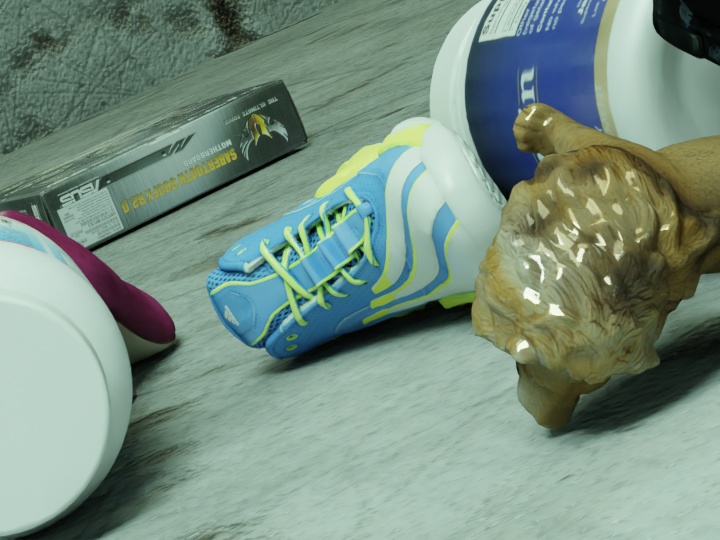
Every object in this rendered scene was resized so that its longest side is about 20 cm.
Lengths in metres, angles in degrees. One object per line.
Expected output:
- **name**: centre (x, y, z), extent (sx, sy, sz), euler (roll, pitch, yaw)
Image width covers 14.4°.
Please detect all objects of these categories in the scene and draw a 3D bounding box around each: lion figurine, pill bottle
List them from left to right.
- **pill bottle**: centre (-0.141, 0.040, 1.043), extent (0.108, 0.109, 0.200), euler (-23, 9, -6)
- **pill bottle**: centre (0.105, -0.067, 1.044), extent (0.115, 0.116, 0.200), euler (-25, 8, -19)
- **lion figurine**: centre (0.121, -0.020, 0.873), extent (0.199, 0.073, 0.122), euler (-19, 21, -10)

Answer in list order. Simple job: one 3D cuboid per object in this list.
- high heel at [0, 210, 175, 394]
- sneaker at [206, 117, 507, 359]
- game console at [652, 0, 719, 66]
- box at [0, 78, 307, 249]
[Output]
- **high heel**: centre (-0.128, 0.004, 1.265), extent (0.067, 0.096, 0.200), euler (-23, 9, -3)
- **sneaker**: centre (0.000, 0.000, 1.098), extent (0.105, 0.076, 0.200), euler (-36, 3, -8)
- **game console**: centre (0.167, -0.098, 0.836), extent (0.175, 0.117, 0.200), euler (-25, 35, -24)
- **box**: centre (-0.157, -0.062, 1.909), extent (0.200, 0.049, 0.158), euler (-27, 9, -29)
